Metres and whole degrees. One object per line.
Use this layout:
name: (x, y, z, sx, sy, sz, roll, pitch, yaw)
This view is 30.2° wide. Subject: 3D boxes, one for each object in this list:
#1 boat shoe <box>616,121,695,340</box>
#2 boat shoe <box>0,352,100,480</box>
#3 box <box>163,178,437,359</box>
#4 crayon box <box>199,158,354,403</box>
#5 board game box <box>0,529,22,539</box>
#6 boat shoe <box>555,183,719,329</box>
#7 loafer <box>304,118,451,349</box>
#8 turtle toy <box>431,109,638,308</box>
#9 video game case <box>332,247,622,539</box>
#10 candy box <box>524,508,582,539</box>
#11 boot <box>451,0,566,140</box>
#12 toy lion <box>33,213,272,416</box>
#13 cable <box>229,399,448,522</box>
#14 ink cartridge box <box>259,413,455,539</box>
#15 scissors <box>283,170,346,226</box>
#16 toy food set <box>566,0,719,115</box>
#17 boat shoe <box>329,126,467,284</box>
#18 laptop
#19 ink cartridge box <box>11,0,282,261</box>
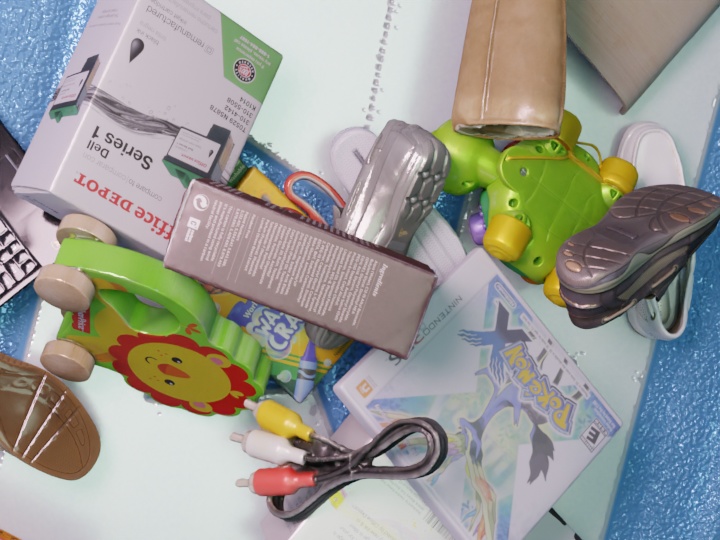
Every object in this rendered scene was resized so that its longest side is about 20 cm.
boat shoe: (0.279, -0.036, 1.222, 0.070, 0.069, 0.203, -7, 95, -9)
boat shoe: (-0.308, 0.105, 1.139, 0.200, 0.063, 0.074, 42, 68, -13)
box: (-0.045, -0.004, 1.029, 0.197, 0.100, 0.076, 20, 93, -2)
crayon box: (-0.087, 0.002, 1.170, 0.200, 0.052, 0.126, 42, 86, -9)
board game box: (-0.347, 0.318, 1.069, 0.198, 0.200, 0.202, 29, 88, -11)
boat shoe: (0.235, -0.013, 1.139, 0.199, 0.074, 0.074, -26, 130, -32)
loafer: (0.005, -0.030, 1.118, 0.070, 0.070, 0.202, 19, 102, -54)
turtle toy: (0.143, -0.065, 1.174, 0.199, 0.101, 0.147, 35, 73, -23)
video game case: (0.102, 0.114, 1.111, 0.182, 0.022, 0.201, -42, 96, -24)
candy box: (0.165, 0.329, 1.225, 0.168, 0.072, 0.200, -45, 100, -4)
boot: (0.098, -0.215, 1.127, 0.066, 0.173, 0.203, 15, 80, -52)
toy lion: (-0.164, 0.054, 1.096, 0.189, 0.201, 0.069, 17, 58, 0)
cable: (-0.023, 0.155, 1.057, 0.050, 0.198, 0.099, 11, 81, -49)
ink cartridge box: (0.009, 0.217, 1.162, 0.128, 0.125, 0.200, 42, 86, -10)
scissors: (0.000, 0.000, 1.152, 0.200, 0.014, 0.073, 42, 83, -9)
toy food set: (0.225, -0.263, 1.210, 0.144, 0.060, 0.200, -47, 108, -5)
boat shoe: (0.042, -0.040, 1.178, 0.071, 0.071, 0.202, -28, 93, 6)
laptop: (-0.356, -0.042, 1.070, 0.199, 0.103, 0.178, -39, 83, -6)
ink cartridge box: (-0.172, -0.121, 1.092, 0.145, 0.084, 0.202, 30, 77, -35)
